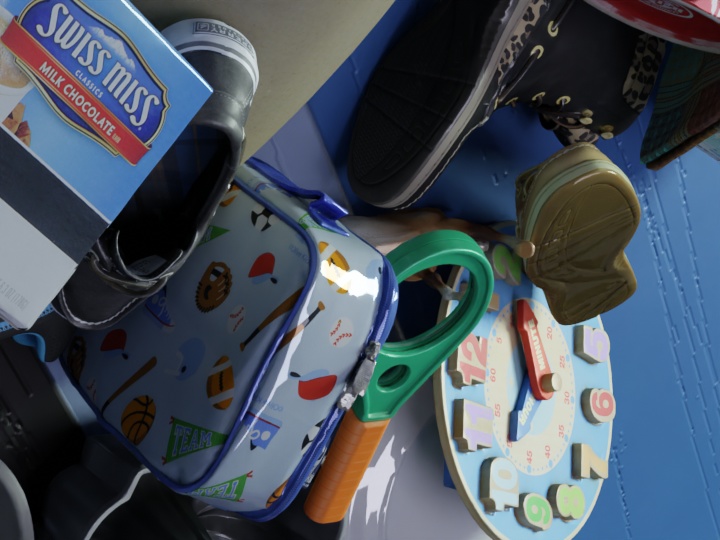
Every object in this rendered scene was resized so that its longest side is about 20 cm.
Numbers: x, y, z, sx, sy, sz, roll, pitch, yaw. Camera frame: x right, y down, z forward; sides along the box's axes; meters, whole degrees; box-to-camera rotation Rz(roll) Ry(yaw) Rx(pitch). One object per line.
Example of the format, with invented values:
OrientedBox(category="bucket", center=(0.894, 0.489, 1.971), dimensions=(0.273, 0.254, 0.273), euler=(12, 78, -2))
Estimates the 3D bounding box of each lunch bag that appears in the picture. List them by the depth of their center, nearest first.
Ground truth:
OrientedBox(category="lunch bag", center=(-0.066, 0.022, 1.173), dimensions=(0.075, 0.200, 0.161), euler=(23, 99, -39))

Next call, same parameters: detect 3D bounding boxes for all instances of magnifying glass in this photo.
OrientedBox(category="magnifying glass", center=(0.012, 0.059, 1.249), dimensions=(0.079, 0.022, 0.201), euler=(-5, 133, -33))

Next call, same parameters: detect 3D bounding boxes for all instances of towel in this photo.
OrientedBox(category="towel", center=(0.218, -0.165, 1.325), dimensions=(0.022, 0.147, 0.201), euler=(26, 64, -14))

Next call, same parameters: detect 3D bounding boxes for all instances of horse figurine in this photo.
OrientedBox(category="horse figurine", center=(0.000, 0.000, 1.296), dimensions=(0.199, 0.132, 0.050), euler=(-17, 112, -23))

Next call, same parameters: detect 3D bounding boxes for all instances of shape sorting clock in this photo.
OrientedBox(category="shape sorting clock", center=(0.103, 0.070, 1.422), dimensions=(0.199, 0.039, 0.202), euler=(11, 75, -50))

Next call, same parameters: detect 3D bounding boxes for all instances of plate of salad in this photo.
OrientedBox(category="plate of salad", center=(0.046, 0.127, 1.451), dimensions=(0.199, 0.048, 0.202), euler=(-24, 124, -41))

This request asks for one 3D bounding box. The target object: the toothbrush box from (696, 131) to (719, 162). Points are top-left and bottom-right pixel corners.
OrientedBox(category="toothbrush box", center=(0.268, -0.125, 1.400), dimensions=(0.147, 0.085, 0.200), euler=(-57, -177, 0))

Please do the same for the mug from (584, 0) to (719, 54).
OrientedBox(category="mug", center=(0.176, -0.232, 1.259), dimensions=(0.133, 0.177, 0.201), euler=(27, 83, -58))

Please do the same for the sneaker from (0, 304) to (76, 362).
OrientedBox(category="sneaker", center=(-0.200, 0.000, 1.129), dimensions=(0.199, 0.073, 0.082), euler=(12, 108, -45))

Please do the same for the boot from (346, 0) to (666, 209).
OrientedBox(category="boot", center=(0.088, -0.104, 1.339), dimensions=(0.150, 0.073, 0.201), euler=(30, 87, -48))

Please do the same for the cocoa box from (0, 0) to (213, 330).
OrientedBox(category="cocoa box", center=(-0.187, -0.095, 0.986), dimensions=(0.132, 0.200, 0.133), euler=(-51, 138, -6))

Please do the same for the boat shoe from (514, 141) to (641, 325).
OrientedBox(category="boat shoe", center=(0.116, -0.030, 1.347), dimensions=(0.074, 0.067, 0.200), euler=(-23, 158, -4))

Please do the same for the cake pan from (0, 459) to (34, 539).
OrientedBox(category="cake pan", center=(-0.260, 0.160, 1.191), dimensions=(0.199, 0.037, 0.202), euler=(-21, 127, -29))

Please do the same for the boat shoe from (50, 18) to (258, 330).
OrientedBox(category="boat shoe", center=(-0.097, -0.025, 1.061), dimensions=(0.069, 0.067, 0.200), euler=(18, 137, -21))

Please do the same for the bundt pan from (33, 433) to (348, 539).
OrientedBox(category="bundt pan", center=(-0.106, 0.156, 1.310), dimensions=(0.201, 0.076, 0.203), euler=(-22, 128, -31))

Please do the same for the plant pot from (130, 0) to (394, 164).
OrientedBox(category="plant pot", center=(-0.076, -0.131, 1.104), dimensions=(0.186, 0.188, 0.201), euler=(0, 129, -43))
